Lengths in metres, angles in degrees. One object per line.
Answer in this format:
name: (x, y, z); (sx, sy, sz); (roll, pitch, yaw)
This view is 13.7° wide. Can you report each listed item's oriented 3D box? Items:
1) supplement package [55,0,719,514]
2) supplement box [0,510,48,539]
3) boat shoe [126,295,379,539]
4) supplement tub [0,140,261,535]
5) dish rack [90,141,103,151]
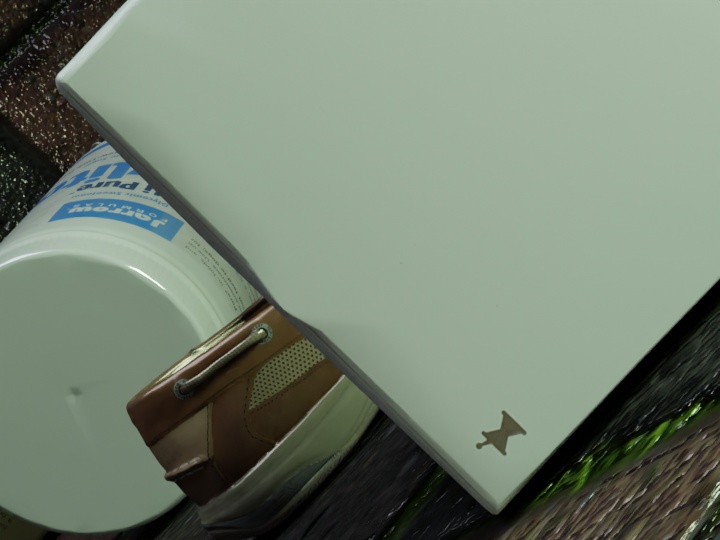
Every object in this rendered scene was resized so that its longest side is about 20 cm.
supplement package: (0.023, -0.050, 0.808); (0.151, 0.152, 0.200); (-46, 6, -1)
supplement box: (-0.271, 0.105, 1.605); (0.200, 0.200, 0.134); (-52, 7, -38)
boat shoe: (0.000, 0.000, 1.023); (0.200, 0.072, 0.076); (-48, 6, -19)
supplement tub: (-0.101, 0.021, 1.320); (0.132, 0.132, 0.200); (-44, 6, 18)
dish rack: (-0.109, -0.025, 1.645); (0.200, 0.054, 0.154); (-41, -41, -51)
